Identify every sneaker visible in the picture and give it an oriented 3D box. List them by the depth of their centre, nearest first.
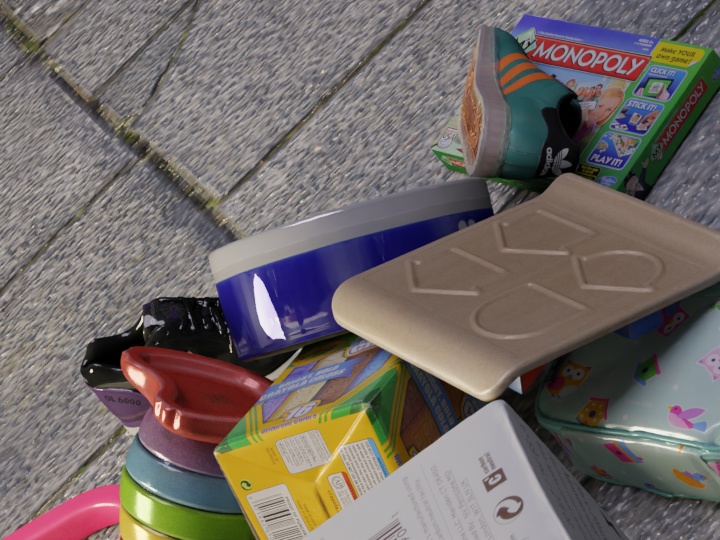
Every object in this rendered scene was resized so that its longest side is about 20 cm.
[{"bbox_3d":[0.116,-0.114,1.864,0.200,0.079,0.072,-90,12,-62],"label":"sneaker"},{"bbox_3d":[-0.117,0.052,1.935,0.199,0.088,0.076,-29,39,17],"label":"sneaker"}]

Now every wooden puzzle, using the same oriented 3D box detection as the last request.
[{"bbox_3d":[0.109,0.016,1.640,0.199,0.046,0.185,-28,30,-25],"label":"wooden puzzle"}]

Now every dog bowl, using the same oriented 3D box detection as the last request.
[{"bbox_3d":[0.000,0.000,1.792,0.199,0.200,0.079,-17,87,30],"label":"dog bowl"}]

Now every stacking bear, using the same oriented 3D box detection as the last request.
[{"bbox_3d":[-0.120,0.170,1.769,0.121,0.113,0.201,43,122,59],"label":"stacking bear"}]

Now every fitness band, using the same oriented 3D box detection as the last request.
[{"bbox_3d":[-0.223,0.236,1.899,0.199,0.037,0.144,-30,36,15],"label":"fitness band"}]

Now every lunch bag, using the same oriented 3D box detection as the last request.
[{"bbox_3d":[0.213,0.059,1.636,0.199,0.077,0.161,8,60,46],"label":"lunch bag"}]

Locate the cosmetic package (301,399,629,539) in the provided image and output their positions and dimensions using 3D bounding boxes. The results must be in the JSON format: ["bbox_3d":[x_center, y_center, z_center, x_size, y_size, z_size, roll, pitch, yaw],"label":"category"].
[{"bbox_3d":[0.090,0.220,1.489,0.165,0.200,0.165,-37,37,9],"label":"cosmetic package"}]

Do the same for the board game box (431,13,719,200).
[{"bbox_3d":[0.157,-0.117,1.900,0.200,0.029,0.135,17,67,49],"label":"board game box"}]

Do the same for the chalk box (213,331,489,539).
[{"bbox_3d":[0.016,0.109,1.702,0.123,0.125,0.200,-17,17,30],"label":"chalk box"}]
